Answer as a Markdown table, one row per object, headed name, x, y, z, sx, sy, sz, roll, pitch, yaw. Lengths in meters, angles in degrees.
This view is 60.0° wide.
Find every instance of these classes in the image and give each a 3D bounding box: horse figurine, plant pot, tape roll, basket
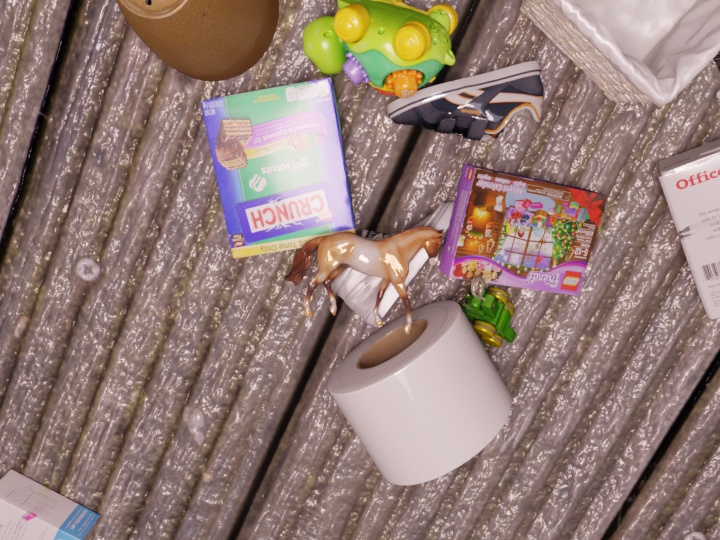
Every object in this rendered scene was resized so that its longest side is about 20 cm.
| name | x | y | z | sx | sy | sz | roll | pitch | yaw |
| --- | --- | --- | --- | --- | --- | --- | --- | --- | --- |
| horse figurine | 0.000 | 0.000 | 0.779 | 0.196 | 0.050 | 0.135 | 10 | 102 | 5 |
| plant pot | -0.201 | -0.322 | 0.710 | 0.183 | 0.200 | 0.190 | 1 | 102 | 3 |
| tape roll | 0.075 | 0.151 | 0.802 | 0.201 | 0.203 | 0.140 | -31 | 100 | 10 |
| basket | 0.317 | -0.324 | 0.700 | 0.198 | 0.161 | 0.200 | 41 | 103 | -6 |

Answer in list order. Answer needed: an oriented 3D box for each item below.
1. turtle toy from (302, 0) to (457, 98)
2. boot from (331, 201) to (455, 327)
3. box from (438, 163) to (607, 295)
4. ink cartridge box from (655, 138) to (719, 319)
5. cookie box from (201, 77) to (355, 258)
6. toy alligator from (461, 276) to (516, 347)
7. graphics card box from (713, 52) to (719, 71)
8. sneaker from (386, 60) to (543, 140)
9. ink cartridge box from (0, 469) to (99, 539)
| name | x | y | z | sx | sy | sz | roll | pitch | yaw |
| --- | --- | --- | --- | --- | --- | --- | --- | --- | --- |
| turtle toy | 0.020 | -0.272 | 0.751 | 0.197 | 0.146 | 0.102 | 22 | 128 | 16 |
| boot | 0.043 | -0.030 | 0.831 | 0.095 | 0.074 | 0.201 | 38 | 92 | 8 |
| box | 0.209 | -0.049 | 0.801 | 0.197 | 0.039 | 0.139 | 7 | 105 | -19 |
| ink cartridge box | 0.471 | -0.062 | 0.770 | 0.144 | 0.084 | 0.202 | -19 | 102 | 28 |
| cookie box | -0.100 | -0.131 | 0.811 | 0.168 | 0.075 | 0.204 | -9 | 103 | 3 |
| toy alligator | 0.157 | 0.048 | 0.812 | 0.054 | 0.200 | 0.060 | 16 | 74 | 33 |
| graphics card box | 0.524 | -0.247 | 0.762 | 0.125 | 0.051 | 0.201 | -34 | 98 | 11 |
| sneaker | 0.134 | -0.199 | 0.781 | 0.197 | 0.078 | 0.081 | -13 | 97 | 4 |
| ink cartridge box | -0.523 | 0.393 | 0.960 | 0.198 | 0.068 | 0.116 | 30 | 103 | -4 |
